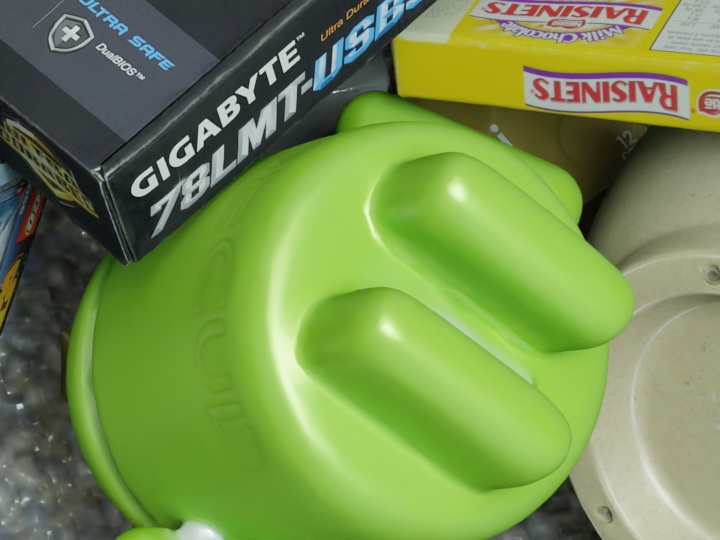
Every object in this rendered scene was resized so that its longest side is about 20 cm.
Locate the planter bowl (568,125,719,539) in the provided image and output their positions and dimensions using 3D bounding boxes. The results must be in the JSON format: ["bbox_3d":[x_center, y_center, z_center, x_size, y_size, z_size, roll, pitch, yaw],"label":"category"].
[{"bbox_3d":[0.140,0.029,0.870,0.200,0.200,0.135,47,41,13],"label":"planter bowl"}]

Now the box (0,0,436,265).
[{"bbox_3d":[-0.061,-0.127,0.841,0.198,0.050,0.200,-42,59,-16],"label":"box"}]

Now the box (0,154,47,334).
[{"bbox_3d":[-0.147,0.053,0.844,0.040,0.137,0.201,21,99,4],"label":"box"}]

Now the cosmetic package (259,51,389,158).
[{"bbox_3d":[-0.066,-0.126,1.004,0.101,0.071,0.201,-14,70,-11],"label":"cosmetic package"}]

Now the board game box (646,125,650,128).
[{"bbox_3d":[0.162,-0.132,0.992,0.199,0.034,0.136,-26,86,10],"label":"board game box"}]

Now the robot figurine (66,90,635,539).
[{"bbox_3d":[-0.009,0.024,0.823,0.116,0.200,0.176,35,66,-21],"label":"robot figurine"}]

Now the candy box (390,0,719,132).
[{"bbox_3d":[0.119,-0.070,0.836,0.199,0.027,0.102,8,34,22],"label":"candy box"}]

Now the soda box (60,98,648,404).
[{"bbox_3d":[0.000,0.000,0.963,0.200,0.064,0.068,-35,76,-18],"label":"soda box"}]
